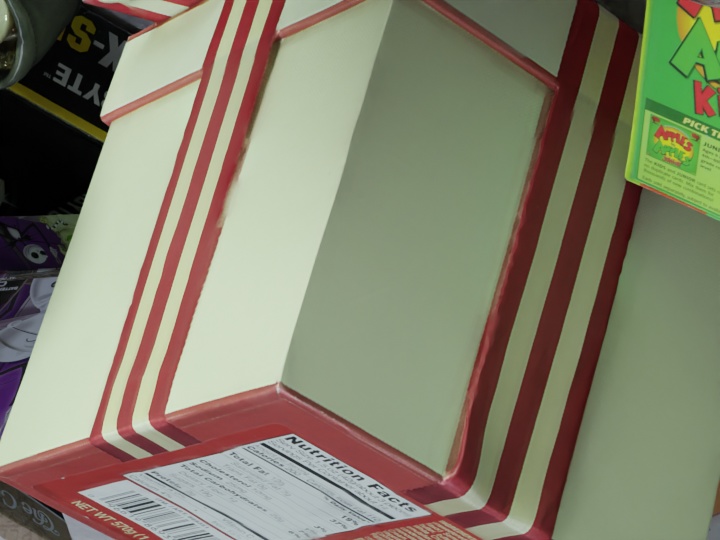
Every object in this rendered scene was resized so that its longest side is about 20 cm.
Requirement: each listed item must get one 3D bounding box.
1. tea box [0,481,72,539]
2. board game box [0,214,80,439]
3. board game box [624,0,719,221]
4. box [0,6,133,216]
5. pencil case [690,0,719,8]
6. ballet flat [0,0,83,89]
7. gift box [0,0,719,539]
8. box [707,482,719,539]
[{"bbox_3d":[-0.249,0.063,1.088,0.200,0.134,0.197,39,-169,-39],"label":"tea box"},{"bbox_3d":[-0.082,0.026,0.955,0.199,0.032,0.120,-3,146,-39],"label":"board game box"},{"bbox_3d":[0.172,-0.034,0.700,0.199,0.048,0.102,26,142,21],"label":"board game box"},{"bbox_3d":[-0.169,-0.062,0.979,0.159,0.050,0.200,31,154,-23],"label":"box"},{"bbox_3d":[0.025,-0.126,0.660,0.199,0.090,0.078,13,176,13],"label":"pencil case"},{"bbox_3d":[-0.156,-0.123,0.809,0.068,0.069,0.200,-2,149,41],"label":"ballet flat"},{"bbox_3d":[0.000,0.000,0.816,0.184,0.187,0.200,34,151,-32],"label":"gift box"},{"bbox_3d":[0.176,0.095,0.943,0.106,0.153,0.200,34,151,-31],"label":"box"}]
